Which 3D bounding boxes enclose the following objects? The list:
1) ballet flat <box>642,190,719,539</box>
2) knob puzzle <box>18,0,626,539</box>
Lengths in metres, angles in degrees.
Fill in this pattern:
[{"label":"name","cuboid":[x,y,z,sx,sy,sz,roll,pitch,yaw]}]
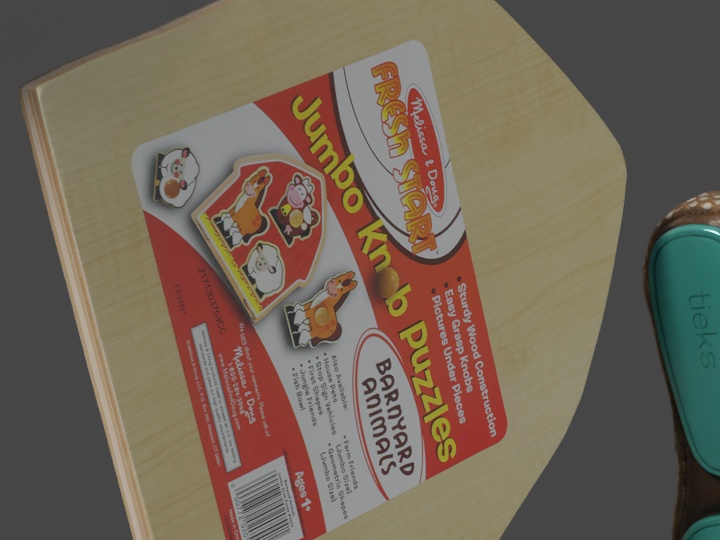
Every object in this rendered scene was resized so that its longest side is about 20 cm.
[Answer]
[{"label":"ballet flat","cuboid":[0.138,0.069,0.825,0.065,0.070,0.201,-23,112,-51]},{"label":"knob puzzle","cuboid":[0.000,0.000,0.725,0.219,0.030,0.221,-3,95,-39]}]
